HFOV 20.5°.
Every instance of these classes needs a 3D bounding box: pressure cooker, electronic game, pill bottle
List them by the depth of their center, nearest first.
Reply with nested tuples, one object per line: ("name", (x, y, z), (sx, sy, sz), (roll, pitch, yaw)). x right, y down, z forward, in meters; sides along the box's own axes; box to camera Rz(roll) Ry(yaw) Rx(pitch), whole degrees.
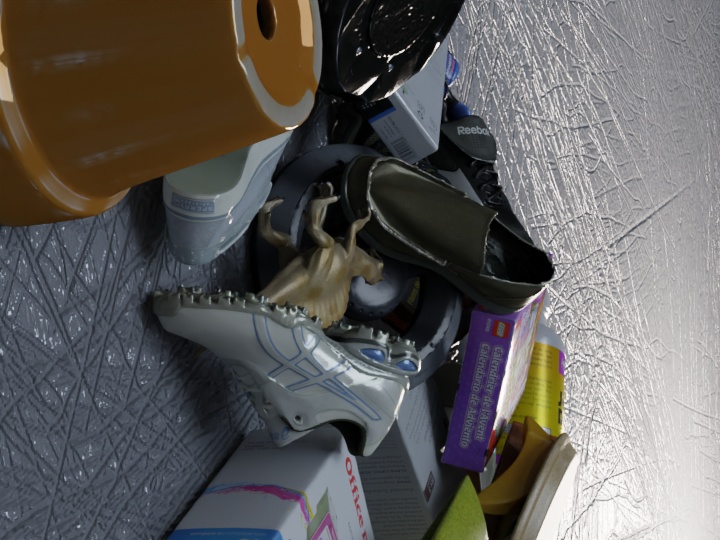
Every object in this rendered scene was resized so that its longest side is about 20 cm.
("pressure cooker", (-0.040, -0.231, 1.378), (0.179, 0.200, 0.176), (-6, 123, -60))
("electronic game", (0.000, 0.000, 1.534), (0.200, 0.042, 0.200), (11, 71, -35))
("pill bottle", (0.143, 0.116, 1.895), (0.104, 0.104, 0.200), (41, 48, -61))

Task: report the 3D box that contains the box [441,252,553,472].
("box", (0.118, 0.071, 1.688), (0.200, 0.039, 0.137), (-49, 151, -68))

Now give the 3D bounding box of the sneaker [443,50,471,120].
("sneaker", (0.046, -0.186, 1.746), (0.200, 0.078, 0.075), (64, 29, -44))

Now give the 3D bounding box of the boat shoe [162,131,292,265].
("boat shoe", (-0.096, -0.067, 1.385), (0.201, 0.070, 0.072), (-64, 167, -61))

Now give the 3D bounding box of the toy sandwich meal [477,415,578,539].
("toy sandwich meal", (0.123, 0.210, 1.662), (0.205, 0.070, 0.205), (21, 90, -78))

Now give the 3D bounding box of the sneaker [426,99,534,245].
("sneaker", (0.087, -0.081, 1.681), (0.066, 0.200, 0.091), (4, 122, -41))

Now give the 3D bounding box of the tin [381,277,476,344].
("tin", (0.063, -0.012, 1.730), (0.112, 0.042, 0.200), (36, 38, -10))

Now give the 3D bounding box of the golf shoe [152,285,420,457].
("golf shoe", (-0.055, 0.070, 1.351), (0.200, 0.078, 0.097), (19, 85, -25))

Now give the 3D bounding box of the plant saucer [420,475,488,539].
("plant saucer", (0.028, 0.273, 1.463), (0.200, 0.048, 0.200), (-58, 177, 24))

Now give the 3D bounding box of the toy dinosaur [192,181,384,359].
("toy dinosaur", (-0.038, -0.003, 1.421), (0.200, 0.058, 0.101), (-23, 110, -46))

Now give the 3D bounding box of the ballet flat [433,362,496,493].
("ballet flat", (0.087, 0.184, 1.790), (0.064, 0.067, 0.200), (-9, 94, -63))

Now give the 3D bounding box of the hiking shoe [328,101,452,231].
("hiking shoe", (0.033, -0.076, 1.654), (0.076, 0.101, 0.200), (46, 44, -63))

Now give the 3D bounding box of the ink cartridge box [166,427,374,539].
("ink cartridge box", (-0.059, 0.215, 1.376), (0.200, 0.085, 0.145), (-54, 135, -62))

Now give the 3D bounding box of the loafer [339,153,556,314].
("loafer", (0.072, -0.034, 1.526), (0.200, 0.070, 0.075), (28, 63, -29))

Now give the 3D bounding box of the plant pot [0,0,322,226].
("plant pot", (-0.128, -0.132, 1.134), (0.200, 0.183, 0.201), (-5, 90, -69))

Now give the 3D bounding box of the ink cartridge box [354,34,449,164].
("ink cartridge box", (0.028, -0.176, 1.618), (0.099, 0.039, 0.200), (51, 26, -24))

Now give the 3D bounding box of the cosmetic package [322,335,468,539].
("cosmetic package", (0.035, 0.161, 1.649), (0.102, 0.074, 0.200), (-72, 148, -47))
